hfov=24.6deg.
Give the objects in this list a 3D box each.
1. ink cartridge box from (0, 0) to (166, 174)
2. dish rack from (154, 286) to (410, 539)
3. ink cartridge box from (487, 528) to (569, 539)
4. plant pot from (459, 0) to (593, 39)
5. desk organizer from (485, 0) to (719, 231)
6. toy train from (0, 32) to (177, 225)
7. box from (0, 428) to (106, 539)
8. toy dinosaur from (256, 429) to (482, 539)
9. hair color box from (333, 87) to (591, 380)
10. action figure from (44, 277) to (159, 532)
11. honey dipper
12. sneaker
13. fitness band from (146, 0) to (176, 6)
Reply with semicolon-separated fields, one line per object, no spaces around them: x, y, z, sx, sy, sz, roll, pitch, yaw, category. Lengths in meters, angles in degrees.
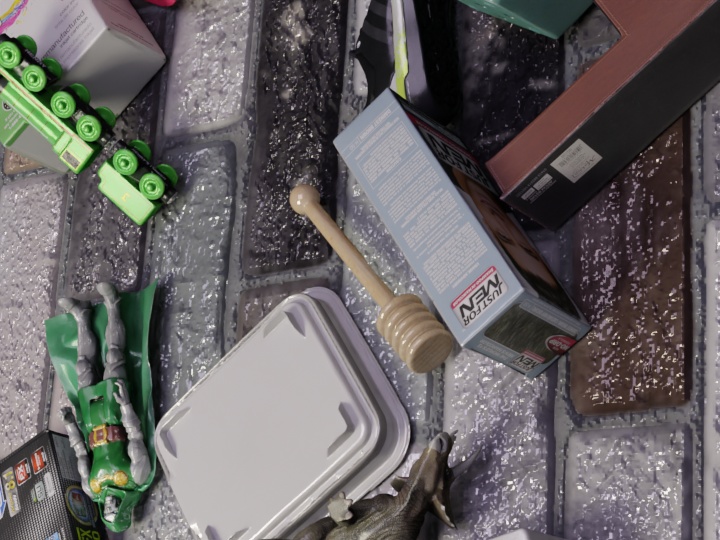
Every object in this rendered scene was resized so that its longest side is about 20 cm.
-0.282;-0.211;1.480;0.145;0.084;0.200;-46;54;15;ink cartridge box
-0.070;0.123;1.237;0.200;0.043;0.172;-44;55;18;dish rack
0.093;0.279;1.045;0.116;0.068;0.201;-25;61;28;ink cartridge box
0.126;-0.279;1.172;0.141;0.141;0.201;29;98;39;plant pot
0.169;-0.129;1.127;0.200;0.072;0.077;-43;52;17;desk organizer
-0.236;-0.117;1.378;0.200;0.042;0.056;42;116;0;toy train
-0.274;0.255;1.341;0.160;0.044;0.201;-33;57;23;box
-0.004;0.188;1.141;0.200;0.102;0.077;-38;68;31;toy dinosaur
0.069;-0.026;1.147;0.061;0.099;0.201;-42;55;17;hair color box
-0.204;0.113;1.336;0.118;0.055;0.201;-22;67;26;action figure
0.000;0.000;1.224;0.038;0.038;0.200;-51;49;12;honey dipper
0.021;-0.189;1.256;0.082;0.072;0.201;-16;66;33;sneaker
-0.204;-0.295;1.387;0.143;0.200;0.038;34;75;11;fitness band
